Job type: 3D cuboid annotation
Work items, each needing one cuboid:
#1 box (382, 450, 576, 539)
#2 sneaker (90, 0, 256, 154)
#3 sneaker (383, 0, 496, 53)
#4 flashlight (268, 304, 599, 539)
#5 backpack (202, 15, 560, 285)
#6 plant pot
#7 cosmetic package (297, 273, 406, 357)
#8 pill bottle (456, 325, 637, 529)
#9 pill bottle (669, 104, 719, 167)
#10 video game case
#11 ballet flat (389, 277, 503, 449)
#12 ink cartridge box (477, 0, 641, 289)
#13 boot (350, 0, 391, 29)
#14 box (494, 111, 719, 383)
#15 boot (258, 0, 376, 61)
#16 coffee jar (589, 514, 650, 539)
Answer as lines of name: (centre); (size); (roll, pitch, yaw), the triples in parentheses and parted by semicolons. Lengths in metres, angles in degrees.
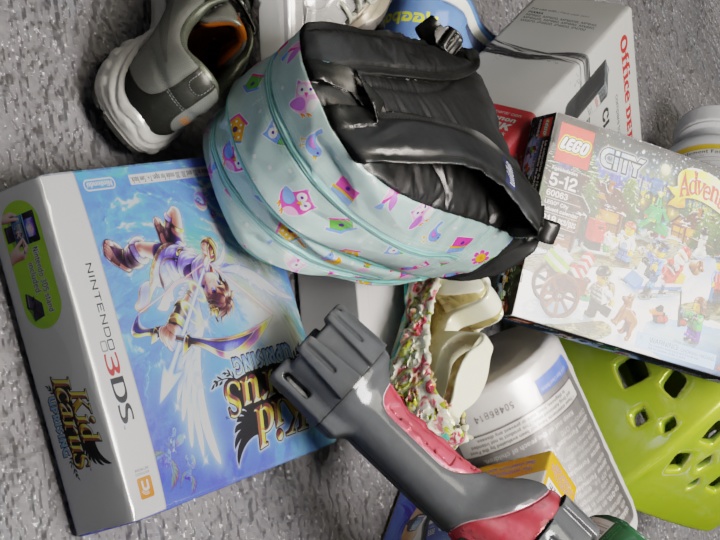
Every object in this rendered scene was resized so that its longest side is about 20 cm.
box: (0.055, 0.202, 1.041); (0.042, 0.118, 0.201); (56, 35, -24)
sneaker: (-0.090, -0.147, 1.023); (0.074, 0.079, 0.201); (51, 34, -28)
sneaker: (0.071, -0.142, 1.280); (0.200, 0.073, 0.083); (35, 63, -52)
flashlight: (0.045, 0.103, 0.974); (0.200, 0.068, 0.068); (45, 16, 1)
backpack: (0.007, -0.065, 1.008); (0.199, 0.126, 0.168); (7, 48, -53)
plant pot: (0.256, 0.061, 1.309); (0.198, 0.181, 0.201); (24, 36, -53)
cosmetic package: (0.000, 0.000, 1.118); (0.082, 0.050, 0.203); (19, 59, -51)
pill bottle: (0.122, 0.151, 1.175); (0.202, 0.113, 0.114); (64, 33, -12)
pill bottle: (0.327, -0.054, 1.593); (0.112, 0.111, 0.202); (46, 40, -35)
video game case: (-0.103, 0.032, 0.948); (0.199, 0.045, 0.183); (-14, 88, -58)
ballet flat: (0.058, 0.043, 1.080); (0.076, 0.063, 0.201); (48, 39, -34)
ink cartridge box: (0.125, -0.089, 1.240); (0.200, 0.083, 0.146); (-48, 139, -39)
boot: (-0.031, -0.274, 1.188); (0.150, 0.073, 0.202); (42, 48, -39)
box: (0.193, -0.011, 1.148); (0.198, 0.038, 0.138); (16, 83, -21)
boot: (-0.017, -0.173, 1.078); (0.074, 0.094, 0.203); (-99, -173, -74)
coffee jar: (0.114, 0.252, 1.061); (0.199, 0.085, 0.105); (-39, 106, -17)
